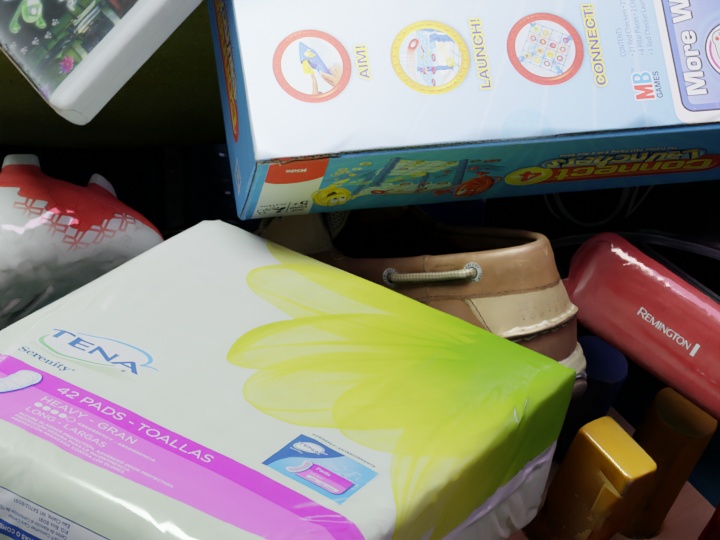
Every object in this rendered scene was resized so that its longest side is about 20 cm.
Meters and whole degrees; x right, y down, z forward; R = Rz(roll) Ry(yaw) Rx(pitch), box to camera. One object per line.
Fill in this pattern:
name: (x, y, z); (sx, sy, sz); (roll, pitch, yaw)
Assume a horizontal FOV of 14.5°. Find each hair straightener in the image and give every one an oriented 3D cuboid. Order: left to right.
hair straightener: (0.166, 0.048, 1.015); (0.200, 0.041, 0.077); (30, 8, 16)

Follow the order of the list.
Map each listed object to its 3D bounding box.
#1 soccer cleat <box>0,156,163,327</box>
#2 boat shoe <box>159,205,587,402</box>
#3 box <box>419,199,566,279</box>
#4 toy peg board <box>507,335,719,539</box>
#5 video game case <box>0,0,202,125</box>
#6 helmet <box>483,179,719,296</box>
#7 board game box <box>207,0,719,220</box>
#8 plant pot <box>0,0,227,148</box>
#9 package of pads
soccer cleat: (-0.166, 0.005, 1.004); (0.199, 0.069, 0.085); (5, 51, -18)
boat shoe: (0.000, 0.000, 1.040); (0.199, 0.074, 0.076); (12, 24, 38)
box: (0.041, -0.075, 1.239); (0.200, 0.032, 0.121); (40, 41, 19)
toy peg board: (0.082, 0.100, 1.009); (0.200, 0.098, 0.199); (-20, 57, -42)
video game case: (-0.083, -0.180, 0.984); (0.182, 0.200, 0.023); (48, 7, 27)
helmet: (0.155, -0.061, 1.133); (0.199, 0.200, 0.191); (21, 69, -4)
board game box: (0.041, -0.126, 1.009); (0.195, 0.056, 0.201); (-5, 71, -11)
plant pot: (-0.144, -0.125, 1.098); (0.199, 0.188, 0.187); (-12, 50, -19)
package of pads: (-0.044, 0.060, 0.900); (0.154, 0.068, 0.200); (23, 28, 22)
